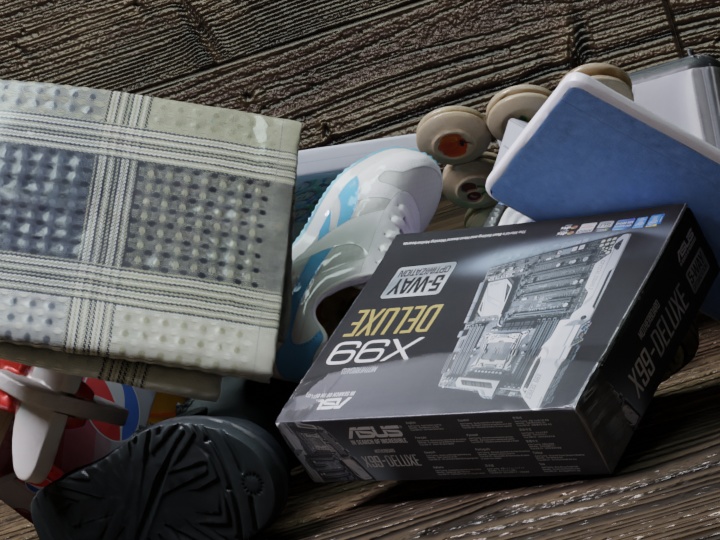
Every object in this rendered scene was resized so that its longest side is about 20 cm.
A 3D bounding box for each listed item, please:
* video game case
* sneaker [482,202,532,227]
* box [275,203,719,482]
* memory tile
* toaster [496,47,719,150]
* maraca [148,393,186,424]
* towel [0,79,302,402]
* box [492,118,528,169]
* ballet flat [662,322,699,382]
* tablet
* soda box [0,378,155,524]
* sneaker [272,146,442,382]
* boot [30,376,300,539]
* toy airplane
[{"bbox_3d":[-0.064,-0.036,1.624,0.200,0.024,0.182,-10,-18,-36],"label":"video game case"},{"bbox_3d":[0.140,-0.001,1.529,0.077,0.076,0.200,25,14,23],"label":"sneaker"},{"bbox_3d":[0.073,0.041,1.268,0.200,0.050,0.158,-5,38,40],"label":"box"},{"bbox_3d":[0.134,-0.058,1.614,0.153,0.200,0.017,-15,49,14],"label":"memory tile"},{"bbox_3d":[0.221,-0.079,1.757,0.200,0.119,0.181,-15,-12,22],"label":"toaster"},{"bbox_3d":[-0.135,0.064,1.701,0.137,0.107,0.200,-50,-21,26],"label":"maraca"},{"bbox_3d":[-0.134,-0.020,1.352,0.199,0.193,0.035,8,-37,-3],"label":"towel"},{"bbox_3d":[0.189,-0.039,1.486,0.156,0.041,0.200,15,11,-22],"label":"box"},{"bbox_3d":[0.093,0.069,1.320,0.200,0.067,0.046,-16,38,15],"label":"ballet flat"},{"bbox_3d":[0.174,-0.027,1.265,0.014,0.200,0.130,-64,6,-32],"label":"tablet"},{"bbox_3d":[-0.172,0.067,1.509,0.063,0.070,0.200,-23,40,36],"label":"soda box"},{"bbox_3d":[0.000,0.000,1.449,0.081,0.077,0.200,14,47,34],"label":"sneaker"},{"bbox_3d":[-0.074,0.102,1.366,0.200,0.077,0.168,-21,6,43],"label":"boot"},{"bbox_3d":[-0.218,0.053,1.408,0.200,0.200,0.141,-27,-16,16],"label":"toy airplane"}]
